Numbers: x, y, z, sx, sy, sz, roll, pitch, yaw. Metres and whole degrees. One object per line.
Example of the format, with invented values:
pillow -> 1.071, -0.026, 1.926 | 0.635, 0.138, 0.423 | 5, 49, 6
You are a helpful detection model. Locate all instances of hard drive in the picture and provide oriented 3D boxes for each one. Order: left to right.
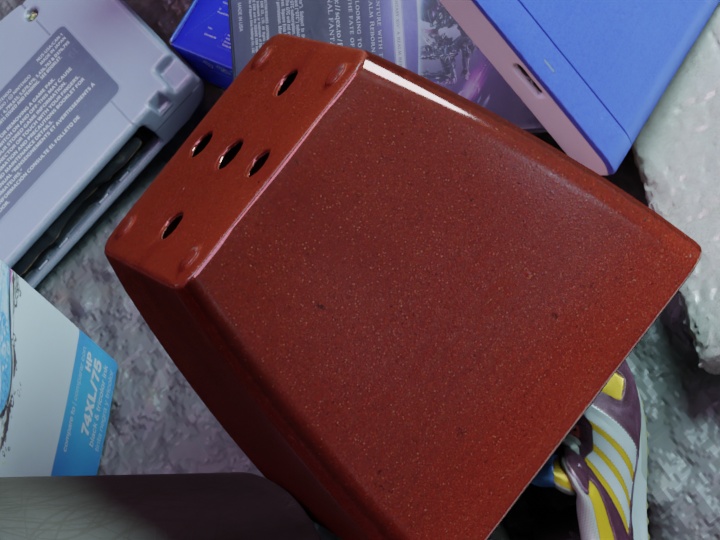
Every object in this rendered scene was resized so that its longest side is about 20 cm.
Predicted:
hard drive -> 0.126, -0.165, 1.389 | 0.025, 0.132, 0.201 | -3, 47, 51

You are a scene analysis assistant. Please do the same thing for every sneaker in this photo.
sneaker -> 0.092, 0.088, 1.334 | 0.075, 0.090, 0.201 | -19, 58, 16

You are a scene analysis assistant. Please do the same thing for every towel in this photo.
towel -> 0.199, -0.053, 1.392 | 0.132, 0.034, 0.201 | -24, 55, 16

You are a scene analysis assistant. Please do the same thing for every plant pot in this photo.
plant pot -> 0.000, 0.000, 1.326 | 0.200, 0.176, 0.200 | -51, 21, -7

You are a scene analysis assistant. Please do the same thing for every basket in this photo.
basket -> -0.119, 0.159, 1.318 | 0.180, 0.199, 0.137 | 43, 120, 29

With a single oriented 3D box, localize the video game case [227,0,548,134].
video game case -> 0.024, -0.135, 1.442 | 0.199, 0.019, 0.144 | -3, 91, 25

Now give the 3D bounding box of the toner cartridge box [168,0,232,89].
toner cartridge box -> 0.002, -0.121, 1.521 | 0.199, 0.043, 0.095 | 24, 76, 34

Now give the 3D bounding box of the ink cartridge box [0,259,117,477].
ink cartridge box -> -0.242, 0.071, 1.443 | 0.146, 0.200, 0.147 | -1, 63, 25

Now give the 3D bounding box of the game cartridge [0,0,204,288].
game cartridge -> -0.189, -0.067, 1.584 | 0.200, 0.042, 0.133 | -47, 49, 4
